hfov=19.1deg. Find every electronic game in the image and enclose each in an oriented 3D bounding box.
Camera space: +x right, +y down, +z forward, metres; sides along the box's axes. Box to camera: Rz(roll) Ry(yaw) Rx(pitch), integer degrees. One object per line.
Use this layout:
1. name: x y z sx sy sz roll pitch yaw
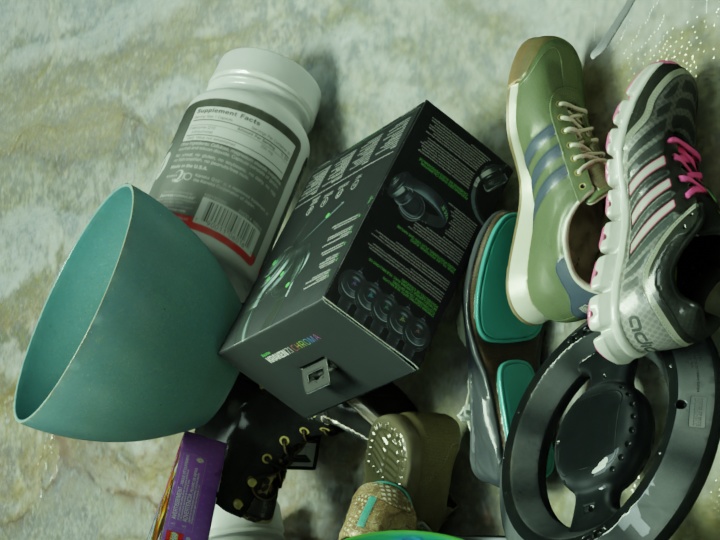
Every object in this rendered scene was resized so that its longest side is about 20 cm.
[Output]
1. electronic game: 0.161 0.112 1.399 0.200 0.041 0.201 -38 38 37

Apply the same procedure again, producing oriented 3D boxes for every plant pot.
1. plant pot: -0.165 0.052 1.657 0.201 0.134 0.201 -53 20 29

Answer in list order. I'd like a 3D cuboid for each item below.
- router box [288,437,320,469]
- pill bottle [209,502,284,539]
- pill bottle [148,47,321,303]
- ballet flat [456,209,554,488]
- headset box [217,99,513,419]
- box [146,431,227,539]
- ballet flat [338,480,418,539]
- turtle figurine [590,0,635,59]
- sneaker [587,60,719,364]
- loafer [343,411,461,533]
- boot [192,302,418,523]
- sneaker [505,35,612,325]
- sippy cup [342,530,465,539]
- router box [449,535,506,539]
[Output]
1. router box: -0.094 0.070 1.855 0.200 0.052 0.159 23 106 58
2. pill bottle: -0.099 0.298 1.787 0.120 0.119 0.202 -37 56 52
3. pill bottle: -0.110 -0.079 1.793 0.114 0.113 0.201 -29 34 55
4. ballet flat: 0.097 0.060 1.532 0.073 0.073 0.202 -19 72 57
5. headset box: 0.000 0.000 1.586 0.174 0.093 0.201 -29 29 55
6. box: -0.156 0.245 1.674 0.137 0.039 0.201 -82 11 -57
7. ballet flat: 0.014 0.250 1.581 0.070 0.065 0.201 6 123 28
8. turtle figurine: 0.158 -0.258 1.396 0.144 0.200 0.195 39 122 14
9. sneaker: 0.204 -0.038 1.359 0.087 0.074 0.202 -2 70 36
10. loafer: 0.037 0.182 1.626 0.076 0.067 0.201 59 151 34
11. boot: -0.051 0.134 1.704 0.199 0.073 0.151 33 105 25
12. sneaker: 0.151 -0.063 1.464 0.090 0.067 0.202 -3 84 51
13. sippy cup: 0.031 0.265 1.466 0.178 0.139 0.131 -140 47 -64
14. router box: 0.118 0.264 1.485 0.200 0.052 0.159 -10 79 59
